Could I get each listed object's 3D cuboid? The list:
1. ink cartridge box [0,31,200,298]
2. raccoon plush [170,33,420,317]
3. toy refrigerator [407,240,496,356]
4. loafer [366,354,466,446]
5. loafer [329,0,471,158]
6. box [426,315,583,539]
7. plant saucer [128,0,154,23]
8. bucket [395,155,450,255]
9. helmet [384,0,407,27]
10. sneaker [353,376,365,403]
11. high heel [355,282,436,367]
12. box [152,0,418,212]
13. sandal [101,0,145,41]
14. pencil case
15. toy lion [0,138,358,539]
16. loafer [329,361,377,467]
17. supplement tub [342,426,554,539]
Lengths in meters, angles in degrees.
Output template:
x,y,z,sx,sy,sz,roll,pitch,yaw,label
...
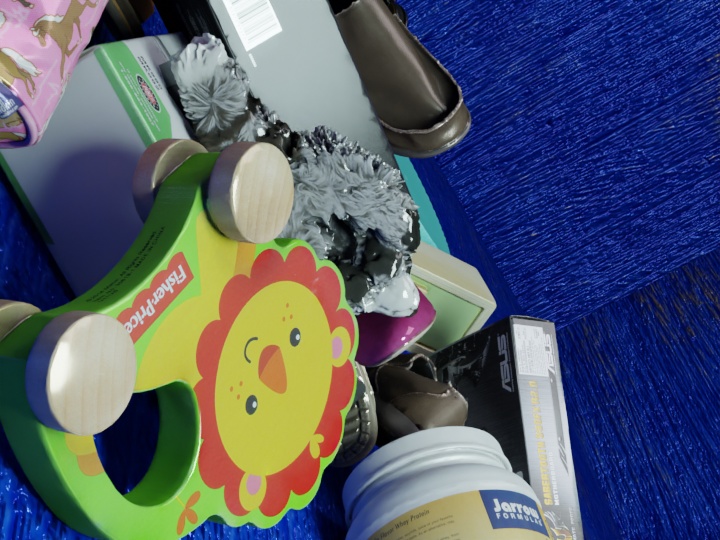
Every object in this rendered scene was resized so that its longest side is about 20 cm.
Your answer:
x,y,z,sx,sy,sz,roll,pitch,yaw,label
-0.124,-0.058,0.692,0.147,0.083,0.200,61,10,-11,ink cartridge box
-0.026,-0.054,0.704,0.134,0.096,0.202,-77,142,-86,raccoon plush
0.013,0.007,0.988,0.199,0.076,0.070,26,21,-26,toy refrigerator
0.033,0.103,0.938,0.073,0.071,0.200,59,-11,-23,loafer
-0.004,-0.157,0.816,0.200,0.073,0.071,43,-15,17,loafer
0.100,0.155,0.924,0.048,0.158,0.202,8,67,-31,box
-0.203,-0.270,0.831,0.201,0.037,0.200,54,-5,7,plant saucer
-0.013,-0.058,1.099,0.208,0.134,0.208,59,10,-18,bucket
-0.059,-0.307,1.362,0.199,0.189,0.203,-7,98,-60,helmet
-0.074,0.058,0.733,0.086,0.080,0.200,45,2,23,sneaker
0.000,0.000,0.814,0.096,0.067,0.200,56,9,-12,high heel
-0.055,-0.118,0.790,0.141,0.078,0.201,30,-31,58,box
-0.207,-0.205,0.742,0.082,0.054,0.200,52,1,33,sandal
-0.151,-0.157,0.554,0.082,0.086,0.202,29,67,-19,pencil case
-0.071,0.050,0.551,0.200,0.068,0.193,-51,134,-41,toy lion
-0.042,0.046,0.857,0.202,0.075,0.068,63,16,6,loafer
0.069,0.220,0.771,0.145,0.143,0.201,50,16,-49,supplement tub
